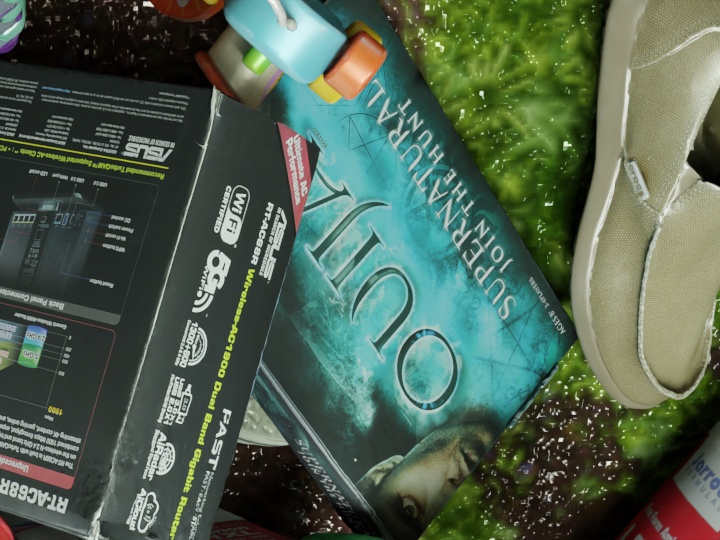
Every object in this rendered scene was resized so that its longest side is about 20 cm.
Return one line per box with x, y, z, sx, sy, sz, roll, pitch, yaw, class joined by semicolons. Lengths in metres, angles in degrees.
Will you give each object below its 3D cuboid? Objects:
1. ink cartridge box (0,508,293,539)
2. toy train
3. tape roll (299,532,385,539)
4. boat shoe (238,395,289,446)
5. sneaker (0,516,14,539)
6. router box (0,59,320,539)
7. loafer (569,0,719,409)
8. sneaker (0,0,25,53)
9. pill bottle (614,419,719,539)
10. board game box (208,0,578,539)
-0.092;0.162;0.779;0.082;0.200;0.147;-10;99;-26;ink cartridge box
-0.077;-0.119;0.718;0.056;0.200;0.150;-49;140;10;toy train
0.045;0.185;0.844;0.200;0.200;0.048;46;63;-26;tape roll
-0.076;0.036;0.836;0.199;0.062;0.075;-2;98;-35;boat shoe
-0.214;0.113;0.756;0.198;0.085;0.078;3;118;26;sneaker
-0.122;0.006;0.716;0.062;0.199;0.151;26;79;-52;router box
0.135;-0.030;0.853;0.076;0.067;0.202;-26;123;-44;loafer
-0.118;-0.115;0.659;0.199;0.075;0.087;-15;149;32;sneaker
0.177;0.139;0.925;0.112;0.112;0.200;35;99;-25;pill bottle
0.000;0.000;0.823;0.135;0.028;0.201;-49;121;-25;board game box
